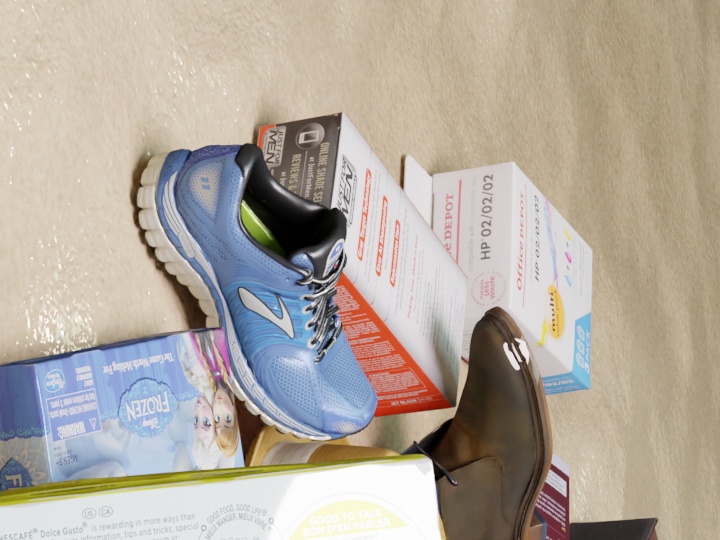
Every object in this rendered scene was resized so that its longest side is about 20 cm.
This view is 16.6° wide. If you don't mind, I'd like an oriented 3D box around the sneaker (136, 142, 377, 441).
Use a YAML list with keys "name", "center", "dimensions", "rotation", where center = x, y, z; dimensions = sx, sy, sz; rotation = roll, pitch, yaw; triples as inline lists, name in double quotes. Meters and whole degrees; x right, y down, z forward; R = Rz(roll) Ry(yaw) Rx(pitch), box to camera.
- name: "sneaker"
  center: [-0.041, 0.013, 1.368]
  dimensions: [0.200, 0.089, 0.079]
  rotation: [57, 34, -27]

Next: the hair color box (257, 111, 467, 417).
- name: "hair color box"
  center: [0.000, 0.000, 1.525]
  dimensions: [0.200, 0.061, 0.102]
  rotation: [52, 37, -49]

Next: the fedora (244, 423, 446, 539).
- name: "fedora"
  center: [-0.001, 0.167, 1.437]
  dimensions: [0.200, 0.082, 0.201]
  rotation: [-9, 90, -67]

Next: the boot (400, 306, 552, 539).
- name: "boot"
  center: [0.062, 0.122, 1.534]
  dimensions: [0.075, 0.097, 0.201]
  rotation: [43, -36, 52]

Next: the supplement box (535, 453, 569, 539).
- name: "supplement box"
  center: [0.096, 0.214, 1.667]
  dimensions: [0.109, 0.061, 0.201]
  rotation: [39, 47, -55]

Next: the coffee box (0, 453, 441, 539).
- name: "coffee box"
  center: [-0.092, 0.183, 1.003]
  dimensions: [0.199, 0.200, 0.198]
  rotation: [-4, 85, -31]

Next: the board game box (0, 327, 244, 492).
- name: "board game box"
  center: [-0.115, 0.136, 1.244]
  dimensions: [0.200, 0.043, 0.200]
  rotation: [-11, 94, -66]

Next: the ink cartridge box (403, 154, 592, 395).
- name: "ink cartridge box"
  center: [0.099, 0.002, 1.735]
  dimensions: [0.200, 0.068, 0.115]
  rotation: [41, 46, -55]

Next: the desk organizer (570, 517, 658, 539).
- name: "desk organizer"
  center: [0.171, 0.265, 1.805]
  dimensions: [0.200, 0.072, 0.077]
  rotation: [-52, 131, -58]
